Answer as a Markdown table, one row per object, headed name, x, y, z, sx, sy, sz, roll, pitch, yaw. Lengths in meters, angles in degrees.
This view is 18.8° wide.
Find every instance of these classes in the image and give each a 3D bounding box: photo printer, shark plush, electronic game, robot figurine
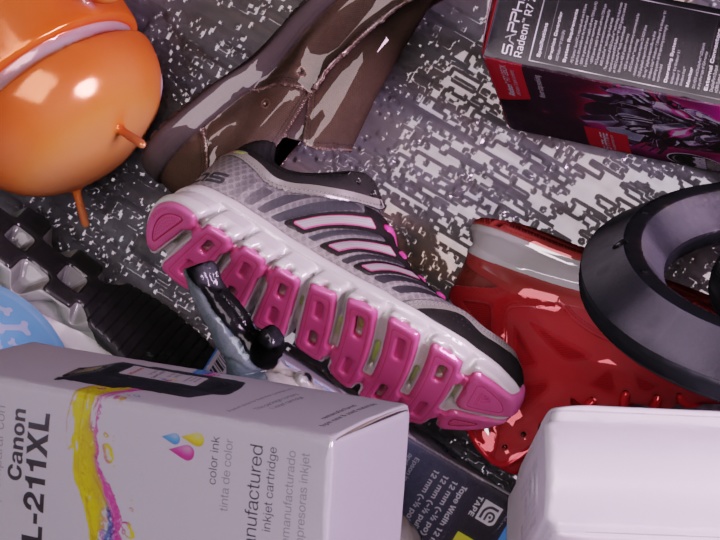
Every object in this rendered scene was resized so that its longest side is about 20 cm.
| name | x | y | z | sx | sy | sz | roll | pitch | yaw |
| --- | --- | --- | --- | --- | --- | --- | --- | --- | --- |
| photo printer | 0.173 | 0.111 | 0.990 | 0.199 | 0.166 | 0.070 | 2 | 72 | -3 |
| shark plush | -0.042 | 0.097 | 0.997 | 0.083 | 0.091 | 0.201 | -17 | 112 | 19 |
| electronic game | 0.199 | 0.012 | 1.000 | 0.199 | 0.200 | 0.042 | 11 | 119 | 12 |
| robot figurine | -0.180 | -0.122 | 1.124 | 0.144 | 0.117 | 0.200 | -35 | 78 | 4 |

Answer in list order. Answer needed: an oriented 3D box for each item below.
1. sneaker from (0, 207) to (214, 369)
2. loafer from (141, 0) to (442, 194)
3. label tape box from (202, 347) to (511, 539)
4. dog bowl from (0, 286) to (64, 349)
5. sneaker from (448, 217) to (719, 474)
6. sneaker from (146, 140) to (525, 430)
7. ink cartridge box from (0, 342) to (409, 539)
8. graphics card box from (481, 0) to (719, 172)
| name | x | y | z | sx | sy | sz | roll | pitch | yaw |
| --- | --- | --- | --- | --- | --- | --- | --- | --- | --- |
| sneaker | -0.147 | 0.049 | 1.128 | 0.200 | 0.074 | 0.089 | 39 | 117 | 4 |
| loafer | -0.018 | -0.093 | 1.115 | 0.200 | 0.073 | 0.071 | -39 | 83 | 15 |
| label tape box | -0.014 | 0.138 | 1.079 | 0.200 | 0.066 | 0.144 | 32 | 91 | -21 |
| dog bowl | -0.190 | 0.106 | 1.096 | 0.111 | 0.050 | 0.201 | -7 | 105 | 26 |
| sneaker | 0.128 | 0.059 | 1.072 | 0.199 | 0.078 | 0.116 | 25 | 98 | 25 |
| sneaker | 0.000 | 0.000 | 1.053 | 0.199 | 0.074 | 0.088 | 29 | 53 | 6 |
| ink cartridge box | -0.088 | 0.121 | 0.956 | 0.199 | 0.083 | 0.146 | 8 | 99 | 24 |
| graphics card box | 0.162 | -0.086 | 1.043 | 0.199 | 0.125 | 0.051 | 12 | 80 | 12 |
